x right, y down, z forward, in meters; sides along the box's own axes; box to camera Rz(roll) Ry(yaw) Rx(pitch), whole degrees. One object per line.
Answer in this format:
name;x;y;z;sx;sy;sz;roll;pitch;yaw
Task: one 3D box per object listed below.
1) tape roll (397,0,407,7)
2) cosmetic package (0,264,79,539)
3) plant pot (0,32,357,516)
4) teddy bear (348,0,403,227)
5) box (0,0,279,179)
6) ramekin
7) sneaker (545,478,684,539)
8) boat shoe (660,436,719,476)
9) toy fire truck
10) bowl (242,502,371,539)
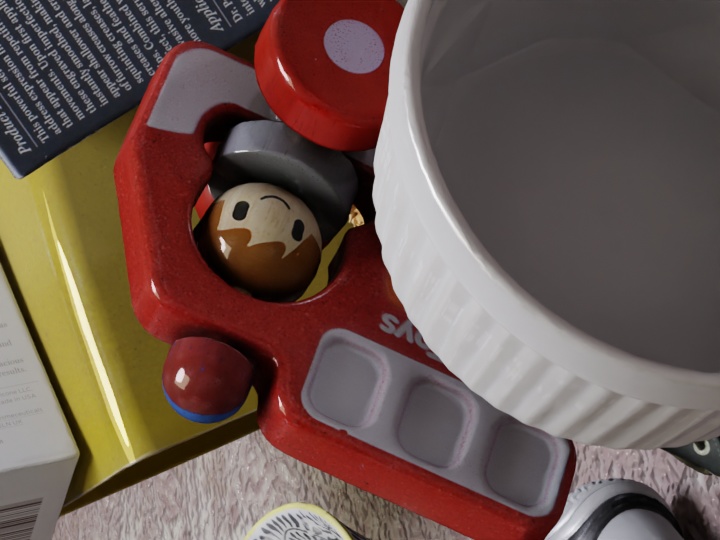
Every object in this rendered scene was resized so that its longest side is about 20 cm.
tape roll;0.083;-0.150;1.110;0.202;0.071;0.203;177;90;-65
cosmetic package;-0.201;0.037;1.253;0.200;0.071;0.102;63;150;30
plant pot;-0.090;-0.006;1.291;0.177;0.200;0.200;65;152;5
teddy bear;0.011;-0.079;1.204;0.067;0.145;0.201;-38;62;34
box;-0.095;-0.155;1.156;0.107;0.200;0.149;57;-174;-26
ramekin;0.097;-0.033;0.948;0.105;0.199;0.201;122;139;-62
sneaker;0.104;0.193;1.088;0.115;0.075;0.201;-138;53;-61
boat shoe;0.131;0.048;1.039;0.200;0.056;0.069;-150;61;-62
toy fire truck;0.000;0.000;1.025;0.112;0.199;0.168;-55;13;53
bowl;0.009;0.196;1.096;0.201;0.094;0.202;-26;60;60
